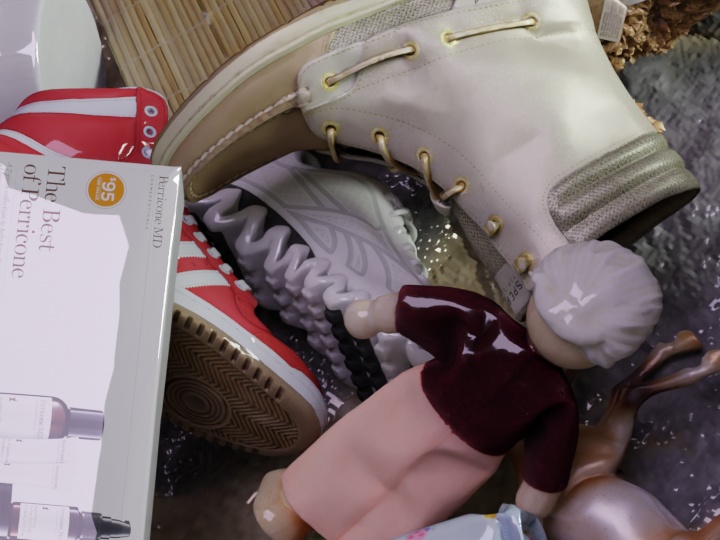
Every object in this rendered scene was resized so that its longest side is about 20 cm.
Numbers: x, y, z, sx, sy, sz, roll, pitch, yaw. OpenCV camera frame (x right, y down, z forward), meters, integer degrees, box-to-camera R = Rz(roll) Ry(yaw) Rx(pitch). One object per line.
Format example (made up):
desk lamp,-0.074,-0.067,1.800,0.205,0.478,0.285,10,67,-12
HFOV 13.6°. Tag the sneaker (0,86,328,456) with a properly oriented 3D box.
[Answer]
sneaker,-0.085,-0.007,1.322,0.200,0.071,0.113,33,46,0

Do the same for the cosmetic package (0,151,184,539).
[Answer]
cosmetic package,-0.121,0.055,1.220,0.082,0.051,0.201,5,74,-3

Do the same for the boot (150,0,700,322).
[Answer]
boot,0.026,-0.043,1.271,0.200,0.072,0.155,-30,79,1

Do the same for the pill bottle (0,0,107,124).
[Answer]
pill bottle,-0.229,-0.084,1.438,0.199,0.110,0.110,-6,60,16

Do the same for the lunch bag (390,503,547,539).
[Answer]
lunch bag,0.019,0.212,1.174,0.169,0.127,0.201,-20,78,6

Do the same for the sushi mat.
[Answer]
sushi mat,-0.074,-0.118,1.428,0.095,0.012,0.200,-29,40,2

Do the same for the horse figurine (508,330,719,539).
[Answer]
horse figurine,0.120,0.095,1.254,0.132,0.050,0.200,-35,57,-8

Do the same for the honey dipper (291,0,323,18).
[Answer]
honey dipper,-0.062,-0.069,1.416,0.200,0.038,0.038,-44,57,-7

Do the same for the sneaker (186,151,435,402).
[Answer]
sneaker,0.000,0.000,1.336,0.081,0.075,0.200,-38,53,-19

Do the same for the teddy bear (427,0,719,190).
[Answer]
teddy bear,0.093,-0.118,1.346,0.145,0.067,0.200,35,100,-8

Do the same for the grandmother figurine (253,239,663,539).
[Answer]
grandmother figurine,0.042,0.054,1.235,0.200,0.121,0.061,-39,13,28
